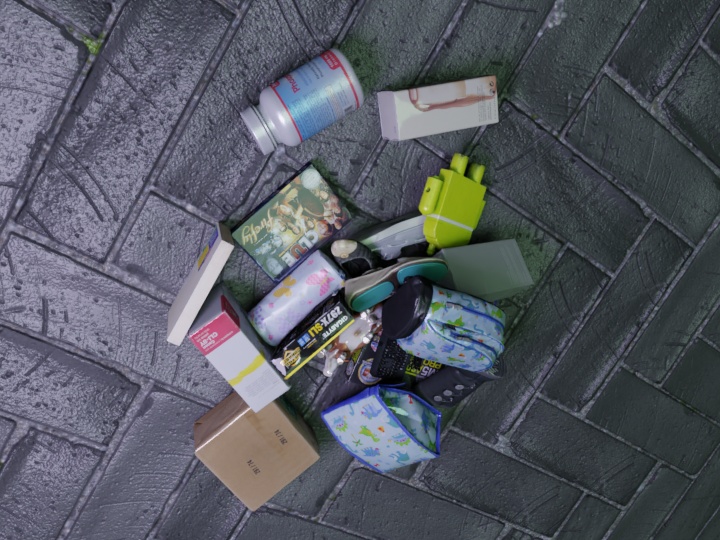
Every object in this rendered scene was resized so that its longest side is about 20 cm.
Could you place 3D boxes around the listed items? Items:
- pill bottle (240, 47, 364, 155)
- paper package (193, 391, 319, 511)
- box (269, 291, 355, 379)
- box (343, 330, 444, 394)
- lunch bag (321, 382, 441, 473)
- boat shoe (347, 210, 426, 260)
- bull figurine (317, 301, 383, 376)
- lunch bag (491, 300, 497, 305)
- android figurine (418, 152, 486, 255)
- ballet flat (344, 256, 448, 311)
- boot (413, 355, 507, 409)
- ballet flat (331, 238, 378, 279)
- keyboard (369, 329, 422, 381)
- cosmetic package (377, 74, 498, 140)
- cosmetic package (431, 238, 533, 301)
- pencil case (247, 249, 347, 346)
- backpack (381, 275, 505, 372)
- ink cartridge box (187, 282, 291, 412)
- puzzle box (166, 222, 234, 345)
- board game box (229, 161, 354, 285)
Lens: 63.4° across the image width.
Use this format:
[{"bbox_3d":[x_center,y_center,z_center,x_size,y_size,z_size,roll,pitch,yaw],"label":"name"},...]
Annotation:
[{"bbox_3d":[-0.101,-0.285,1.001,0.199,0.109,0.109,-32,114,-5],"label":"pill bottle"},{"bbox_3d":[-0.208,0.345,1.180,0.190,0.103,0.201,-37,113,-4],"label":"paper package"},{"bbox_3d":[-0.085,0.114,1.086,0.159,0.200,0.049,-39,94,0],"label":"box"},{"bbox_3d":[0.085,0.184,1.246,0.198,0.044,0.162,21,100,-22],"label":"box"},{"bbox_3d":[0.043,0.313,1.202,0.199,0.128,0.169,37,130,-28],"label":"lunch bag"},{"bbox_3d":[0.062,-0.057,1.145,0.199,0.070,0.072,-21,107,-13],"label":"boat shoe"},{"bbox_3d":[-0.021,0.135,1.146,0.065,0.121,0.200,43,103,2],"label":"bull figurine"},{"bbox_3d":[0.204,0.055,1.207,0.150,0.094,0.201,30,69,-13],"label":"lunch bag"},{"bbox_3d":[0.182,-0.121,1.140,0.181,0.041,0.202,10,100,-46],"label":"android figurine"},{"bbox_3d":[0.061,0.010,1.076,0.198,0.070,0.070,-20,112,-2],"label":"ballet flat"},{"bbox_3d":[0.169,0.203,1.174,0.164,0.200,0.066,32,52,-11],"label":"boot"},{"bbox_3d":[0.000,0.000,1.107,0.066,0.057,0.200,-9,149,20],"label":"ballet flat"},{"bbox_3d":[0.086,0.158,1.144,0.103,0.040,0.201,6,132,-9],"label":"keyboard"},{"bbox_3d":[0.141,-0.300,1.073,0.198,0.103,0.088,-14,109,-14],"label":"cosmetic package"},{"bbox_3d":[0.231,0.008,1.146,0.198,0.090,0.108,-8,71,-28],"label":"cosmetic package"},{"bbox_3d":[-0.119,0.052,1.105,0.200,0.083,0.091,-40,136,2],"label":"pencil case"},{"bbox_3d":[0.156,0.098,1.018,0.198,0.163,0.155,5,65,-22],"label":"backpack"},{"bbox_3d":[-0.226,0.142,1.083,0.083,0.145,0.201,-35,114,-2],"label":"ink cartridge box"},{"bbox_3d":[-0.285,0.019,1.032,0.025,0.133,0.201,28,99,-23],"label":"puzzle box"},{"bbox_3d":[-0.128,-0.087,1.098,0.200,0.035,0.136,-41,114,0],"label":"board game box"}]
